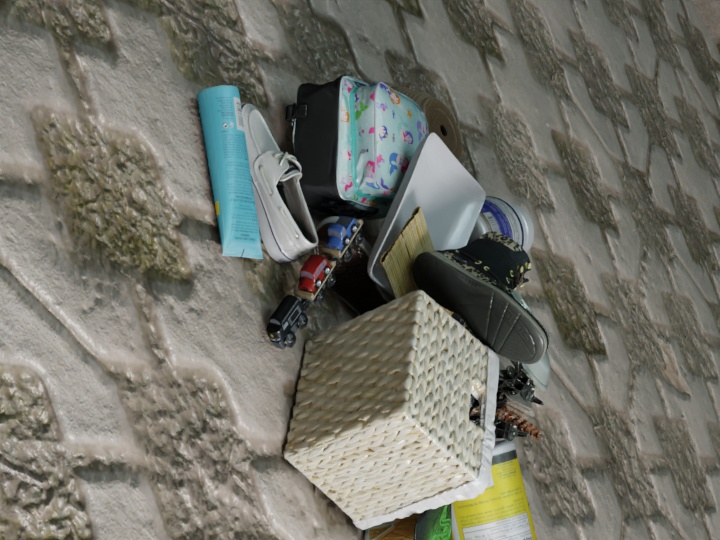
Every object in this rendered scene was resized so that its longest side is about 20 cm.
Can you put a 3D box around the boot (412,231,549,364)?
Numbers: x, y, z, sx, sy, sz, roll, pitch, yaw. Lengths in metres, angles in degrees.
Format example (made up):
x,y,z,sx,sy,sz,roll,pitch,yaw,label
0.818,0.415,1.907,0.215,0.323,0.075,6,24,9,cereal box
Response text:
x,y,z,sx,sy,sz,roll,pitch,yaw,label
0.182,0.025,1.692,0.203,0.074,0.153,37,35,26,boot

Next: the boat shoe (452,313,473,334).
x,y,z,sx,sy,sz,roll,pitch,yaw,label
0.155,0.062,1.902,0.057,0.069,0.199,45,7,37,boat shoe

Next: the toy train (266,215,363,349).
x,y,z,sx,sy,sz,roll,pitch,yaw,label
-0.054,0.006,1.622,0.201,0.034,0.046,-57,137,-27,toy train

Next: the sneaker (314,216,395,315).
x,y,z,sx,sy,sz,roll,pitch,yaw,label
0.000,0.000,1.753,0.201,0.072,0.085,58,21,-30,sneaker

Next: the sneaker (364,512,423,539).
x,y,z,sx,sy,sz,roll,pitch,yaw,label
0.043,0.357,1.618,0.201,0.075,0.089,-62,140,-49,sneaker

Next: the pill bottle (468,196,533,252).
x,y,z,sx,sy,sz,roll,pitch,yaw,label
0.176,-0.047,1.994,0.199,0.119,0.121,-12,82,-59,pill bottle

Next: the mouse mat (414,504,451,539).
x,y,z,sx,sy,sz,roll,pitch,yaw,label
0.090,0.356,1.642,0.200,0.007,0.164,-24,114,-74,mouse mat

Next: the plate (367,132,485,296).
x,y,z,sx,sy,sz,roll,pitch,yaw,label
0.081,-0.052,1.747,0.200,0.032,0.202,39,72,-56,plate

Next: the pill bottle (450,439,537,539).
x,y,z,sx,sy,sz,roll,pitch,yaw,label
0.168,0.331,1.765,0.114,0.113,0.203,-4,80,-57,pill bottle

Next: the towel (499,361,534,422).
x,y,z,sx,sy,sz,roll,pitch,yaw,label
0.159,0.139,1.895,0.199,0.035,0.133,33,16,-42,towel

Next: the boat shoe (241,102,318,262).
x,y,z,sx,sy,sz,roll,pitch,yaw,label
-0.103,-0.113,1.648,0.072,0.065,0.203,-4,76,-57,boat shoe

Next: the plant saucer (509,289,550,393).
x,y,z,sx,sy,sz,roll,pitch,yaw,label
0.203,0.068,1.806,0.201,0.050,0.200,53,9,-12,plant saucer

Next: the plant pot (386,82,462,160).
x,y,z,sx,sy,sz,roll,pitch,yaw,label
0.084,-0.186,1.958,0.200,0.092,0.203,36,44,-44,plant pot

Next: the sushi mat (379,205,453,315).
x,y,z,sx,sy,sz,roll,pitch,yaw,label
0.075,0.019,1.728,0.096,0.012,0.201,-52,142,-27,sushi mat

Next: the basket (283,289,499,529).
x,y,z,sx,sy,sz,roll,pitch,yaw,label
0.040,0.163,1.588,0.161,0.198,0.200,43,40,-32,basket

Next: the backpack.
x,y,z,sx,sy,sz,roll,pitch,yaw,label
0.007,-0.154,1.773,0.199,0.148,0.181,21,67,-61,backpack

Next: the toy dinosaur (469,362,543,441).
x,y,z,sx,sy,sz,roll,pitch,yaw,label
0.161,0.163,1.749,0.197,0.135,0.104,8,86,-30,toy dinosaur

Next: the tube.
x,y,z,sx,sy,sz,roll,pitch,yaw,label
-0.152,-0.115,1.596,0.077,0.050,0.203,1,76,-52,tube
